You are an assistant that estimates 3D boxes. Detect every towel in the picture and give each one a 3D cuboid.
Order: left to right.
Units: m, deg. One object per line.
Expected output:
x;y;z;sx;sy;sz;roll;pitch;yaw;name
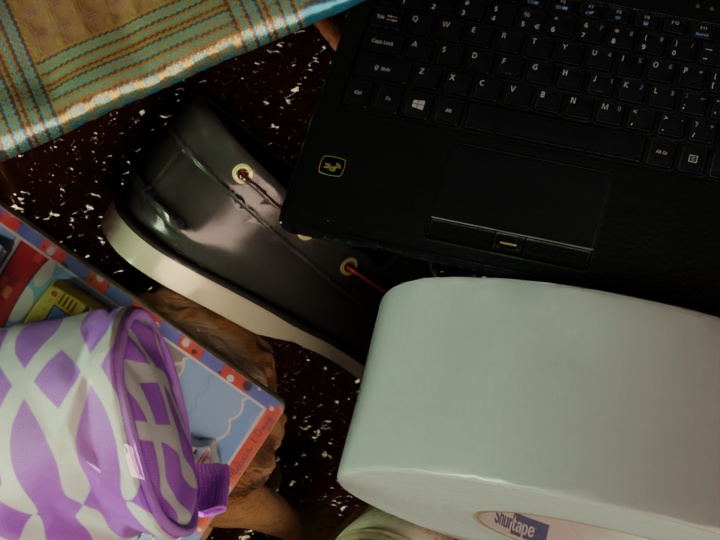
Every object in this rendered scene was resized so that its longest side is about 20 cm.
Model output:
-0.072;-0.127;0.820;0.199;0.147;0.022;-25;164;-6;towel

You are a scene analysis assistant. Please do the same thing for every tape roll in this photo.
0.095;0.063;0.875;0.199;0.200;0.067;21;77;-31;tape roll

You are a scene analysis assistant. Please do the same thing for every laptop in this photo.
0.081;-0.102;0.826;0.176;0.201;0.104;12;148;11;laptop

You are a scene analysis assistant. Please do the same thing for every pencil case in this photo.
-0.151;0.070;0.886;0.198;0.084;0.086;-11;129;14;pencil case

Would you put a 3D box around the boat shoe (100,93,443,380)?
0.001;0.001;0.958;0.201;0.074;0.063;28;104;-35;boat shoe

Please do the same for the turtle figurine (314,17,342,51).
0.088;-0.116;0.913;0.199;0.064;0.162;26;104;7;turtle figurine

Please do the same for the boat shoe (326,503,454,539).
-0.015;0.162;1.006;0.071;0.065;0.200;32;126;-2;boat shoe

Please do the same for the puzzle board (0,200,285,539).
-0.139;0.084;0.936;0.150;0.017;0.201;34;107;3;puzzle board

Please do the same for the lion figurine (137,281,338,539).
-0.090;0.099;0.979;0.200;0.072;0.122;-53;139;5;lion figurine
